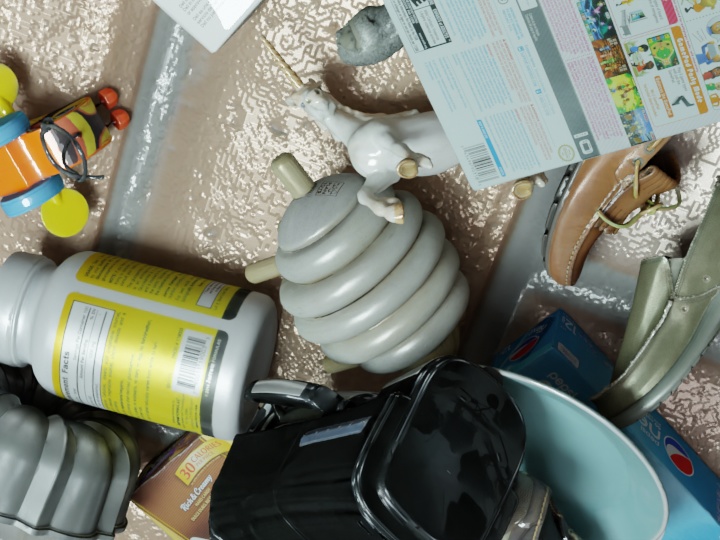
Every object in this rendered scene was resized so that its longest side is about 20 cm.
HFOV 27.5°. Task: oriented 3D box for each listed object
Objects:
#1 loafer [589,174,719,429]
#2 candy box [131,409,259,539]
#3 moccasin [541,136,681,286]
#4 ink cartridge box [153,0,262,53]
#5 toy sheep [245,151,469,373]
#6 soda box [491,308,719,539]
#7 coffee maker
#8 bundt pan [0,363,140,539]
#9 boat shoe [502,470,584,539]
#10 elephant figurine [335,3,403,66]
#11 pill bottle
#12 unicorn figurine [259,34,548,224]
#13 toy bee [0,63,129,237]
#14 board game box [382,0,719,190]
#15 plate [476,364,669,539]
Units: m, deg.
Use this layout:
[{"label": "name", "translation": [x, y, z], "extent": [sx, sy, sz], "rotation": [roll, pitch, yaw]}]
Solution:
[{"label": "loafer", "translation": [0.214, 0.020, 0.997], "extent": [0.070, 0.075, 0.200], "rotation": [37, 95, 9]}, {"label": "candy box", "translation": [-0.073, 0.204, 1.177], "extent": [0.200, 0.056, 0.117], "rotation": [45, 117, -9]}, {"label": "moccasin", "translation": [0.185, -0.072, 0.974], "extent": [0.078, 0.074, 0.201], "rotation": [31, 109, 6]}, {"label": "ink cartridge box", "translation": [-0.115, -0.264, 0.940], "extent": [0.200, 0.084, 0.146], "rotation": [42, 117, -9]}, {"label": "toy sheep", "translation": [0.000, 0.000, 1.018], "extent": [0.138, 0.138, 0.200], "rotation": [-31, 116, 25]}, {"label": "soda box", "translation": [0.183, 0.128, 1.072], "extent": [0.068, 0.064, 0.200], "rotation": [-38, 101, 26]}, {"label": "coffee maker", "translation": [-0.001, 0.159, 0.972], "extent": [0.135, 0.192, 0.200], "rotation": [18, 160, -29]}, {"label": "bundt pan", "translation": [-0.253, 0.122, 1.112], "extent": [0.202, 0.202, 0.076], "rotation": [26, 95, 0]}, {"label": "boat shoe", "translation": [0.132, 0.200, 1.033], "extent": [0.073, 0.075, 0.200], "rotation": [13, 153, 15]}, {"label": "elephant figurine", "translation": [0.112, -0.177, 0.905], "extent": [0.155, 0.142, 0.200], "rotation": [38, 113, 10]}, {"label": "pill bottle", "translation": [-0.170, 0.050, 1.092], "extent": [0.200, 0.112, 0.112], "rotation": [14, 118, 7]}, {"label": "unicorn figurine", "translation": [0.035, -0.087, 0.970], "extent": [0.200, 0.137, 0.074], "rotation": [5, 115, -15]}, {"label": "toy bee", "translation": [-0.220, -0.084, 1.058], "extent": [0.200, 0.109, 0.131], "rotation": [15, 130, 34]}, {"label": "board game box", "translation": [0.131, -0.142, 0.819], "extent": [0.200, 0.064, 0.148], "rotation": [-14, 129, 19]}, {"label": "plate", "translation": [0.122, 0.125, 1.018], "extent": [0.200, 0.026, 0.200], "rotation": [25, 148, 17]}]
